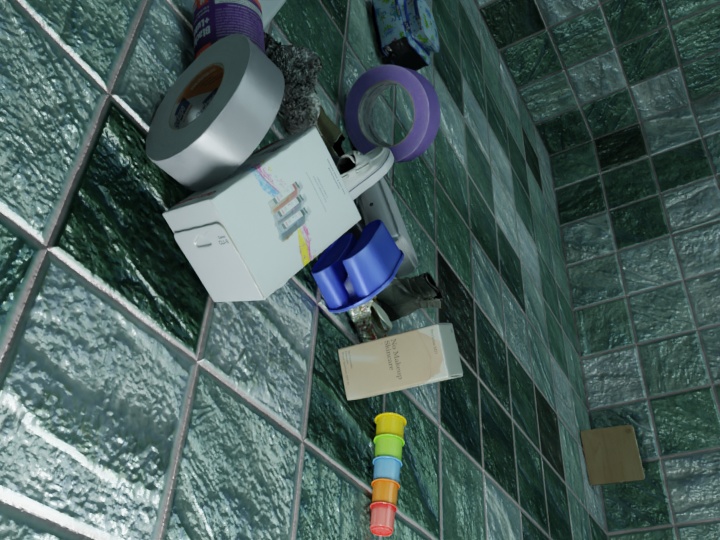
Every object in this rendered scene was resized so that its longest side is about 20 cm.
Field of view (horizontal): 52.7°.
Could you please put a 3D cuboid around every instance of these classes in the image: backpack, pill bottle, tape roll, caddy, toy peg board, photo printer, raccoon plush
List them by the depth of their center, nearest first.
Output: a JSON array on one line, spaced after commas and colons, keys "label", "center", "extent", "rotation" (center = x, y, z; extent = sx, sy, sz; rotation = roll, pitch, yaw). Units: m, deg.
[{"label": "tape roll", "center": [-0.191, -0.207, 0.947], "extent": [0.066, 0.197, 0.204], "rotation": [38, 41, -39]}, {"label": "pill bottle", "center": [-0.199, -0.327, 1.114], "extent": [0.111, 0.109, 0.205], "rotation": [27, 50, -56]}, {"label": "caddy", "center": [0.000, 0.000, 1.286], "extent": [0.106, 0.139, 0.201], "rotation": [58, 29, -15]}, {"label": "raccoon plush", "center": [-0.150, -0.326, 1.292], "extent": [0.196, 0.096, 0.138], "rotation": [12, 74, -29]}, {"label": "photo printer", "center": [0.046, -0.107, 1.474], "extent": [0.167, 0.068, 0.203], "rotation": [54, 15, -58]}, {"label": "tape roll", "center": [0.069, -0.336, 1.570], "extent": [0.085, 0.196, 0.205], "rotation": [-22, 94, -64]}, {"label": "backpack", "center": [0.123, -0.655, 1.947], "extent": [0.182, 0.144, 0.205], "rotation": [13, 60, -64]}, {"label": "toy peg board", "center": [0.950, 0.707, 2.751], "extent": [0.098, 0.194, 0.204], "rotation": [58, 25, -60]}]

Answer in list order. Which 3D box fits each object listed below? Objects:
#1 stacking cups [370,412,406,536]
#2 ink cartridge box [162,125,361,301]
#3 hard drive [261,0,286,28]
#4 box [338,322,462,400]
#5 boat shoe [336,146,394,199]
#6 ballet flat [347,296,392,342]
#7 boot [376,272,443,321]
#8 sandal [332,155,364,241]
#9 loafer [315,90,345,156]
[{"label": "stacking cups", "center": [0.047, 0.348, 1.252], "extent": [0.061, 0.059, 0.203], "rotation": [49, 34, -40]}, {"label": "ink cartridge box", "center": [-0.131, -0.072, 0.976], "extent": [0.199, 0.144, 0.147], "rotation": [-40, 111, -34]}, {"label": "hard drive", "center": [-0.202, -0.517, 1.328], "extent": [0.133, 0.026, 0.202], "rotation": [58, 28, -29]}, {"label": "box", "center": [0.068, 0.158, 1.254], "extent": [0.077, 0.196, 0.097], "rotation": [9, 65, -61]}, {"label": "boat shoe", "center": [-0.013, -0.179, 1.292], "extent": [0.199, 0.071, 0.067], "rotation": [-42, 119, -32]}, {"label": "ballet flat", "center": [0.037, 0.127, 1.370], "extent": [0.203, 0.063, 0.076], "rotation": [62, 26, -23]}, {"label": "boot", "center": [0.081, 0.025, 1.444], "extent": [0.200, 0.128, 0.069], "rotation": [45, 36, -45]}, {"label": "sandal", "center": [-0.034, -0.118, 1.379], "extent": [0.043, 0.074, 0.205], "rotation": [-63, 141, -65]}, {"label": "loafer", "center": [-0.062, -0.262, 1.403], "extent": [0.204, 0.068, 0.075], "rotation": [68, 26, -10]}]
